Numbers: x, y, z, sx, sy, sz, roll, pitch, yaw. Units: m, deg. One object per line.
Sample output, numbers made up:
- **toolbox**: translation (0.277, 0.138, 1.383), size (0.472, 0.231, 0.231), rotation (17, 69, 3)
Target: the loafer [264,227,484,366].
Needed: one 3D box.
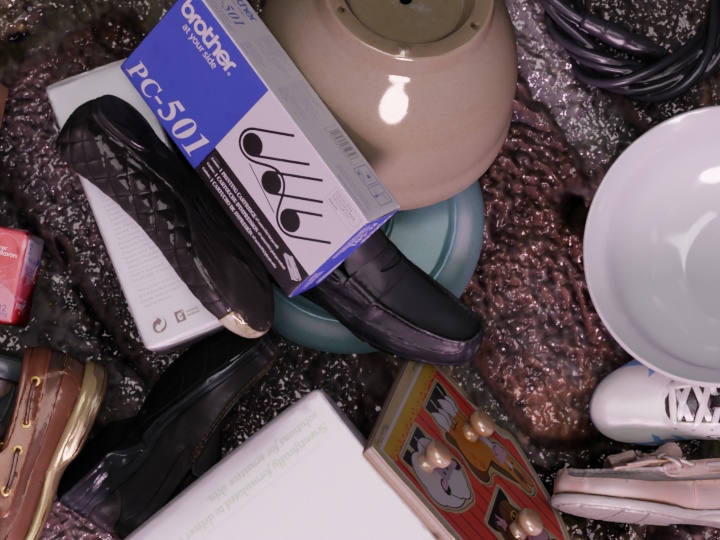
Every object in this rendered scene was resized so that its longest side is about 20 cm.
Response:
- **loafer**: translation (0.000, 0.000, 1.381), size (0.200, 0.068, 0.071), rotation (30, 129, 4)

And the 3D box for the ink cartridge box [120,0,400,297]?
- **ink cartridge box**: translation (-0.069, -0.090, 1.323), size (0.094, 0.044, 0.200), rotation (-42, 80, 37)

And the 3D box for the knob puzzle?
- **knob puzzle**: translation (0.094, 0.151, 1.341), size (0.030, 0.220, 0.220), rotation (-40, 86, 22)

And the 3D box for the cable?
- **cable**: translation (0.205, -0.227, 1.451), size (0.163, 0.051, 0.200), rotation (-29, 88, 2)

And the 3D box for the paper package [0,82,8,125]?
- **paper package**: translation (-0.364, -0.110, 1.363), size (0.199, 0.191, 0.104), rotation (9, 87, 2)

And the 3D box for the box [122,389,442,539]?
- **box**: translation (-0.042, 0.218, 1.342), size (0.199, 0.171, 0.200), rotation (-38, 86, -3)

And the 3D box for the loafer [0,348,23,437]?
- **loafer**: translation (-0.338, 0.066, 1.410), size (0.199, 0.072, 0.063), rotation (17, 91, 0)

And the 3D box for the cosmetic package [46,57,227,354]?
- **cosmetic package**: translation (-0.152, -0.044, 1.404), size (0.074, 0.102, 0.201), rotation (-20, 86, -3)

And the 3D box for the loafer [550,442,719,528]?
- **loafer**: translation (0.234, 0.151, 1.403), size (0.199, 0.072, 0.063), rotation (7, 76, -8)

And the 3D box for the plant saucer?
- **plant saucer**: translation (-0.008, -0.040, 1.440), size (0.199, 0.027, 0.201), rotation (0, 84, 0)

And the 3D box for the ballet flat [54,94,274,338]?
- **ballet flat**: translation (-0.129, -0.033, 1.335), size (0.200, 0.066, 0.057), rotation (51, 124, 4)

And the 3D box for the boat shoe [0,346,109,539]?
- **boat shoe**: translation (-0.248, 0.147, 1.390), size (0.067, 0.072, 0.201), rotation (25, 89, -14)

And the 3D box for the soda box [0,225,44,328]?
- **soda box**: translation (-0.335, -0.011, 1.418), size (0.199, 0.063, 0.070), rotation (11, 85, 2)

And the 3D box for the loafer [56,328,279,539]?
- **loafer**: translation (-0.124, 0.115, 1.395), size (0.200, 0.073, 0.072), rotation (-41, 109, 19)

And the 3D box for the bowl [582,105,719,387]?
- **bowl**: translation (0.265, -0.010, 1.390), size (0.200, 0.090, 0.202), rotation (-5, 77, 21)

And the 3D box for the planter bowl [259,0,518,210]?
- **planter bowl**: translation (0.023, -0.162, 1.363), size (0.199, 0.135, 0.201), rotation (4, 62, -8)

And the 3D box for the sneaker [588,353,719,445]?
- **sneaker**: translation (0.264, 0.091, 1.405), size (0.199, 0.072, 0.072), rotation (-3, 86, 1)
